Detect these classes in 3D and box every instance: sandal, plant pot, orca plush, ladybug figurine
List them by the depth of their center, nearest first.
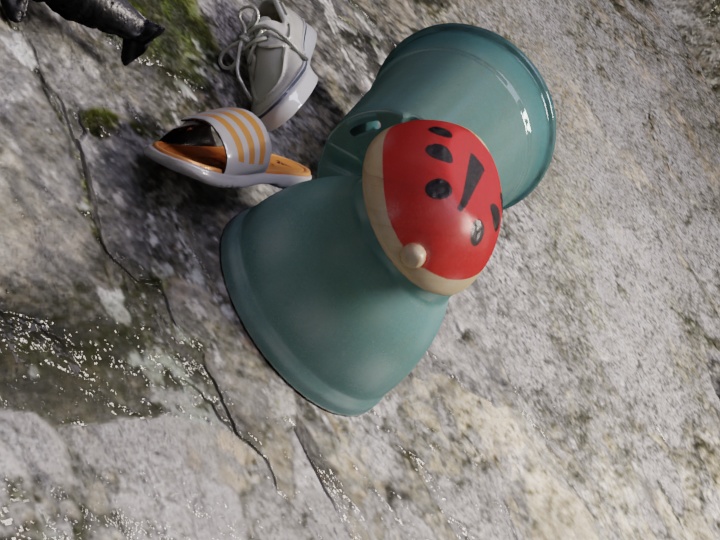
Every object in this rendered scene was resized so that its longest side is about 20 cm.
[{"bbox_3d":[-0.257,-0.221,1.313,0.200,0.071,0.105,42,-16,-35],"label":"orca plush"},{"bbox_3d":[0.064,-0.058,1.321,0.136,0.072,0.200,47,27,-17],"label":"ladybug figurine"},{"bbox_3d":[-0.104,-0.107,1.380,0.079,0.060,0.206,24,13,25],"label":"sandal"},{"bbox_3d":[0.000,0.000,1.381,0.200,0.134,0.201,41,28,-27],"label":"plant pot"},{"bbox_3d":[0.063,-0.112,1.581,0.201,0.200,0.196,53,34,-5],"label":"plant pot"}]

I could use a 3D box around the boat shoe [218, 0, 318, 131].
[{"bbox_3d":[-0.088,-0.206,1.545,0.086,0.074,0.203,44,25,-22],"label":"boat shoe"}]
